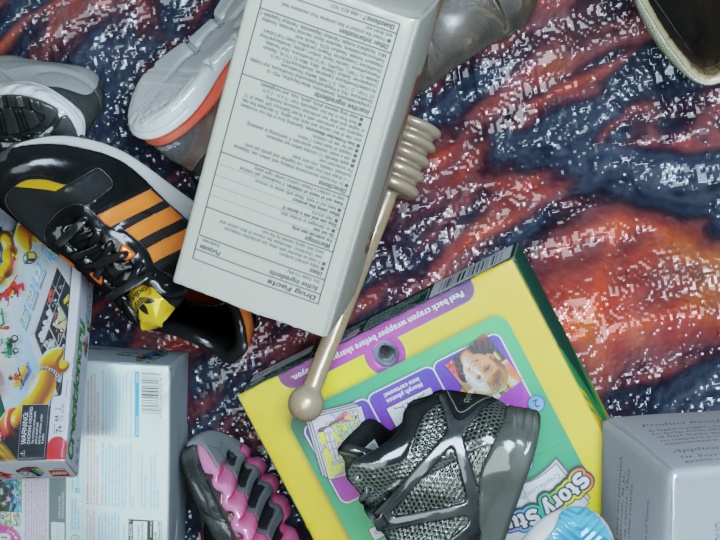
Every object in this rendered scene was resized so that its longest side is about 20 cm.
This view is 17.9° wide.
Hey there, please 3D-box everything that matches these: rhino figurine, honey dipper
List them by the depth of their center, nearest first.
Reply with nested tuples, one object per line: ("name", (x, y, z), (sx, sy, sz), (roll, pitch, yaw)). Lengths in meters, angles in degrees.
("rhino figurine", (0.024, -0.140, 1.391), (0.200, 0.060, 0.087), (-35, 139, 3))
("honey dipper", (0.000, 0.000, 1.417), (0.038, 0.038, 0.201), (20, 83, 4))

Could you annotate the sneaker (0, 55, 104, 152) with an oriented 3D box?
("sneaker", (-0.253, -0.102, 1.458), (0.200, 0.079, 0.074), (5, 124, 23))

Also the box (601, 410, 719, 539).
("box", (0.255, 0.192, 1.376), (0.198, 0.131, 0.201), (-2, 101, -10))

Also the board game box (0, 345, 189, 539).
("board game box", (-0.216, 0.121, 1.493), (0.199, 0.064, 0.148), (4, 100, 6))

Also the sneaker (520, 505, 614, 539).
("sneaker", (0.108, 0.209, 1.414), (0.076, 0.081, 0.200), (2, 133, -12))

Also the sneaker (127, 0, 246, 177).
("sneaker", (-0.052, -0.137, 1.428), (0.200, 0.077, 0.082), (-40, 126, 6))

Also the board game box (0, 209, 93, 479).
("board game box", (-0.234, 0.033, 1.441), (0.126, 0.035, 0.201), (-3, 66, 9))

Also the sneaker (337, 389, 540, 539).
("sneaker", (0.030, 0.165, 1.401), (0.114, 0.076, 0.200), (18, 100, 5))

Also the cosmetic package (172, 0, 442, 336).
("cosmetic package", (-0.030, -0.078, 1.330), (0.103, 0.087, 0.200), (21, 111, 7))

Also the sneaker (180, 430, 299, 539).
("sneaker", (-0.080, 0.204, 1.489), (0.095, 0.079, 0.200), (-23, 95, 23))

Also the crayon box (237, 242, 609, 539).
("crayon box", (0.051, 0.106, 1.453), (0.200, 0.058, 0.173), (-26, 97, 11))

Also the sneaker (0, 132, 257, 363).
("sneaker", (-0.140, -0.010, 1.399), (0.200, 0.090, 0.070), (29, 126, -32))

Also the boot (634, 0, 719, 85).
("boot", (0.178, -0.208, 1.325), (0.072, 0.155, 0.201), (-17, 98, 11))
